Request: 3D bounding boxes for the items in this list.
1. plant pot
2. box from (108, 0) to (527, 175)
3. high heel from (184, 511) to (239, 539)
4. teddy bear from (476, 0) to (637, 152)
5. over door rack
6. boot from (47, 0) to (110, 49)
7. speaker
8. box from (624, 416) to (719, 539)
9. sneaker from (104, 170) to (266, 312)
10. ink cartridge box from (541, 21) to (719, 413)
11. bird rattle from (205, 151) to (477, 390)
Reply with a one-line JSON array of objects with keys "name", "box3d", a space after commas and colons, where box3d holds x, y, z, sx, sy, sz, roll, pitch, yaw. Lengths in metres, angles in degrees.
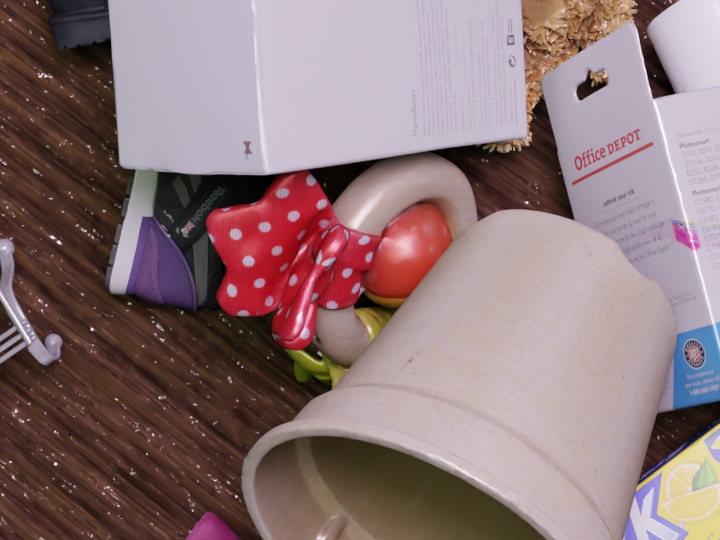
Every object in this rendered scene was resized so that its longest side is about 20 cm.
[{"name": "plant pot", "box3d": [0.070, 0.078, 0.867, 0.199, 0.201, 0.184, 25, 56, 12]}, {"name": "box", "box3d": [-0.020, -0.111, 0.933, 0.124, 0.199, 0.099, 5, 103, 45]}, {"name": "high heel", "box3d": [-0.150, 0.229, 1.034, 0.198, 0.067, 0.097, -27, 84, 7]}, {"name": "teddy bear", "box3d": [0.108, -0.167, 1.018, 0.144, 0.067, 0.202, 24, 96, 25]}, {"name": "over door rack", "box3d": [-0.297, 0.006, 1.074, 0.147, 0.067, 0.201, -32, 101, 7]}, {"name": "boot", "box3d": [-0.119, -0.232, 1.033, 0.198, 0.076, 0.170, -8, 107, 17]}, {"name": "speaker", "box3d": [0.236, -0.067, 0.969, 0.081, 0.081, 0.202, -25, 80, 9]}, {"name": "box", "box3d": [0.172, 0.152, 0.976, 0.199, 0.064, 0.070, -38, 79, 7]}, {"name": "sneaker", "box3d": [-0.089, -0.068, 1.024, 0.087, 0.076, 0.202, 15, 119, -5]}, {"name": "ink cartridge box", "box3d": [0.173, -0.029, 0.940, 0.067, 0.115, 0.202, -12, 85, -22]}, {"name": "bird rattle", "box3d": [0.000, 0.000, 0.968, 0.112, 0.201, 0.163, 24, 62, 41]}]
